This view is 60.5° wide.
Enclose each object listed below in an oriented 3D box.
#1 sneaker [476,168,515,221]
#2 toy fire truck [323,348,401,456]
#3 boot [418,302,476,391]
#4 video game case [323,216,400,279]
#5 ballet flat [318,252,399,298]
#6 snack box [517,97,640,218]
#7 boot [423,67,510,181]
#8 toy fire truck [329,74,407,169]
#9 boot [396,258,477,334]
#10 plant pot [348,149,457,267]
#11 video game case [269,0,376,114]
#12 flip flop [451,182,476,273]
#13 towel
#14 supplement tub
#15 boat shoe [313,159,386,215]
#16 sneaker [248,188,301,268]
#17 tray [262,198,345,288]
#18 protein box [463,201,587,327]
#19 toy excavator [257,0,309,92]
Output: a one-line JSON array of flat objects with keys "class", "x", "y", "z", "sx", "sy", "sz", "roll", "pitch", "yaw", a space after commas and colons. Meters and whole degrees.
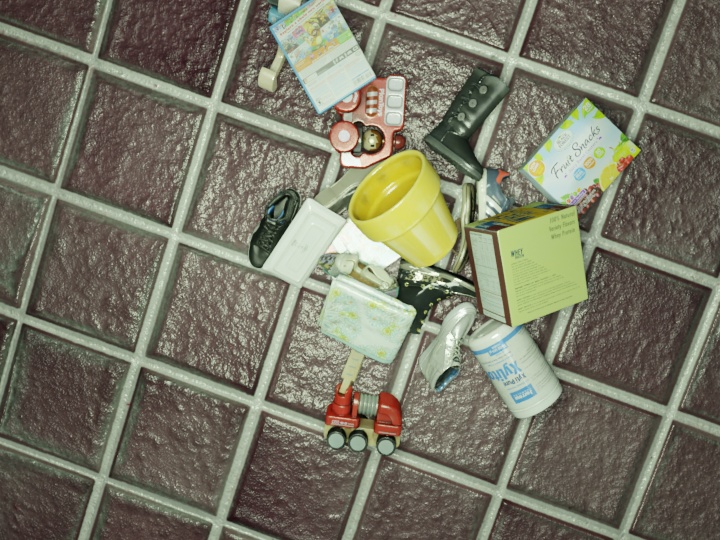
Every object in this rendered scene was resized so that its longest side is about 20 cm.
[{"class": "sneaker", "x": 0.301, "y": -0.124, "z": 1.368, "sx": 0.083, "sy": 0.075, "sz": 0.204, "roll": 0, "pitch": 95, "yaw": 7}, {"class": "toy fire truck", "x": 0.013, "y": 0.292, "z": 1.406, "sx": 0.173, "sy": 0.129, "sz": 0.204, "roll": 7, "pitch": 105, "yaw": 2}, {"class": "boot", "x": 0.206, "y": 0.174, "z": 1.363, "sx": 0.073, "sy": 0.096, "sz": 0.202, "roll": 16, "pitch": 116, "yaw": -29}, {"class": "video game case", "x": 0.004, "y": -0.057, "z": 1.417, "sx": 0.199, "sy": 0.017, "sz": 0.144, "roll": -34, "pitch": 92, "yaw": 5}, {"class": "ballet flat", "x": 0.000, "y": 0.000, "z": 1.367, "sx": 0.198, "sy": 0.072, "sz": 0.073, "roll": 28, "pitch": 96, "yaw": 9}, {"class": "snack box", "x": 0.476, "y": -0.241, "z": 1.354, "sx": 0.168, "sy": 0.068, "sz": 0.200, "roll": 43, "pitch": 94, "yaw": -2}, {"class": "boot", "x": 0.257, "y": -0.319, "z": 1.343, "sx": 0.164, "sy": 0.066, "sz": 0.201, "roll": 41, "pitch": 94, "yaw": 19}, {"class": "toy fire truck", "x": 0.019, "y": -0.325, "z": 1.347, "sx": 0.165, "sy": 0.112, "sz": 0.204, "roll": 3, "pitch": 96, "yaw": 2}, {"class": "boot", "x": 0.164, "y": 0.073, "z": 1.394, "sx": 0.200, "sy": 0.073, "sz": 0.156, "roll": 19, "pitch": 98, "yaw": 6}, {"class": "plant pot", "x": 0.105, "y": -0.115, "z": 1.304, "sx": 0.200, "sy": 0.201, "sz": 0.189, "roll": -42, "pitch": 119, "yaw": 5}, {"class": "video game case", "x": -0.077, "y": -0.448, "z": 1.271, "sx": 0.142, "sy": 0.018, "sz": 0.202, "roll": -30, "pitch": 95, "yaw": 5}, {"class": "flip flop", "x": 0.221, "y": -0.095, "z": 1.378, "sx": 0.057, "sy": 0.081, "sz": 0.204, "roll": 5, "pitch": 94, "yaw": 19}, {"class": "towel", "x": 0.008, "y": 0.110, "z": 1.369, "sx": 0.197, "sy": 0.048, "sz": 0.172, "roll": 24, "pitch": 134, "yaw": 3}, {"class": "supplement tub", "x": 0.340, "y": 0.206, "z": 1.366, "sx": 0.131, "sy": 0.132, "sz": 0.202, "roll": -33, "pitch": 91, "yaw": 5}, {"class": "boat shoe", "x": -0.017, "y": -0.185, "z": 1.396, "sx": 0.198, "sy": 0.057, "sz": 0.067, "roll": -32, "pitch": 57, "yaw": 1}, {"class": "sneaker", "x": -0.204, "y": -0.095, "z": 1.377, "sx": 0.072, "sy": 0.112, "sz": 0.202, "roll": 29, "pitch": 95, "yaw": 1}, {"class": "tray", "x": -0.126, "y": -0.054, "z": 1.383, "sx": 0.106, "sy": 0.022, "sz": 0.201, "roll": 29, "pitch": 109, "yaw": -22}, {"class": "protein box", "x": 0.347, "y": -0.019, "z": 1.300, "sx": 0.196, "sy": 0.135, "sz": 0.203, "roll": -17, "pitch": 105, "yaw": -18}, {"class": "toy excavator", "x": -0.159, "y": -0.518, "z": 1.351, "sx": 0.098, "sy": 0.201, "sz": 0.196, "roll": 21, "pitch": 51, "yaw": 1}]
